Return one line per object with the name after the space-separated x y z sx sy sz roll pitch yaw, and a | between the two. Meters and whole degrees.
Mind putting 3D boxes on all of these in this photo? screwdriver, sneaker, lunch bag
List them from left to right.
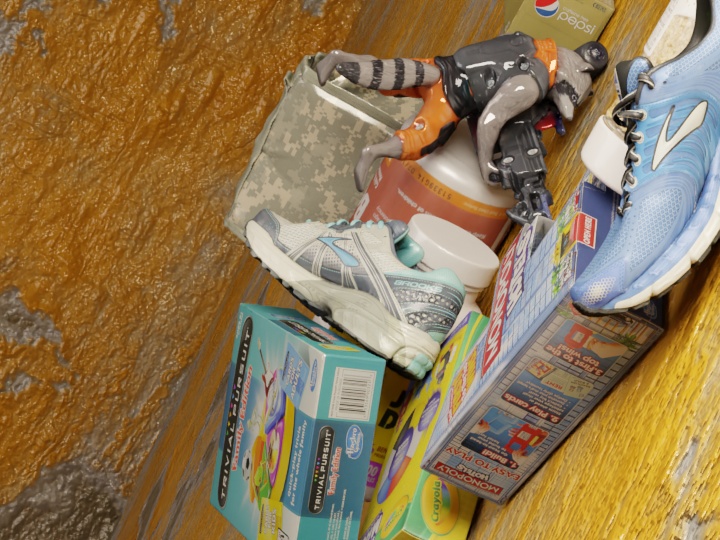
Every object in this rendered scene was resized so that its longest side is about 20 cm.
0.000 0.000 1.502 0.200 0.078 0.086 35 85 39 | sneaker
0.003 -0.072 1.770 0.165 0.199 0.118 -61 9 23 | lunch bag
0.141 -0.136 1.666 0.028 0.029 0.200 -67 14 -21 | screwdriver
0.160 -0.067 1.132 0.201 0.089 0.079 -60 7 -7 | sneaker

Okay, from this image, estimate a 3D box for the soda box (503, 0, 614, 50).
0.159 -0.235 1.734 0.064 0.067 0.200 -60 10 27 | soda box

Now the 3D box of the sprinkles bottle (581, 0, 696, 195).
0.198 -0.131 1.196 0.201 0.068 0.068 -62 9 19 | sprinkles bottle

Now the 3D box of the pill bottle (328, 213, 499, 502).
0.024 0.062 1.574 0.201 0.104 0.104 -62 9 17 | pill bottle

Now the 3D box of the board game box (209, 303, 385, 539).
-0.048 0.115 1.480 0.200 0.047 0.152 -156 74 -69 | board game box

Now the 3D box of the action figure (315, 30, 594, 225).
0.082 -0.115 1.547 0.201 0.192 0.105 -113 14 -48 | action figure

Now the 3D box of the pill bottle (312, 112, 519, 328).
0.040 -0.014 1.667 0.201 0.112 0.112 -60 10 25 | pill bottle

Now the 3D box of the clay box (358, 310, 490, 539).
0.045 0.138 1.420 0.115 0.047 0.201 -53 13 55 | clay box

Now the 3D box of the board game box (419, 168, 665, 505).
0.110 0.033 1.288 0.200 0.061 0.201 -58 11 34 | board game box
